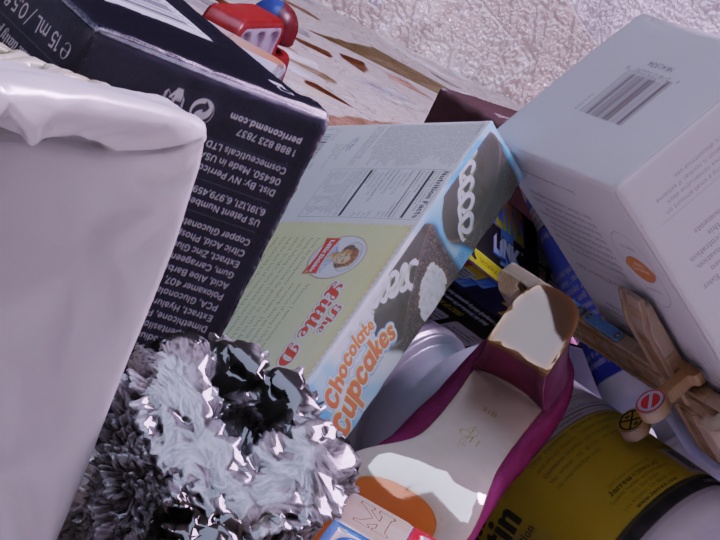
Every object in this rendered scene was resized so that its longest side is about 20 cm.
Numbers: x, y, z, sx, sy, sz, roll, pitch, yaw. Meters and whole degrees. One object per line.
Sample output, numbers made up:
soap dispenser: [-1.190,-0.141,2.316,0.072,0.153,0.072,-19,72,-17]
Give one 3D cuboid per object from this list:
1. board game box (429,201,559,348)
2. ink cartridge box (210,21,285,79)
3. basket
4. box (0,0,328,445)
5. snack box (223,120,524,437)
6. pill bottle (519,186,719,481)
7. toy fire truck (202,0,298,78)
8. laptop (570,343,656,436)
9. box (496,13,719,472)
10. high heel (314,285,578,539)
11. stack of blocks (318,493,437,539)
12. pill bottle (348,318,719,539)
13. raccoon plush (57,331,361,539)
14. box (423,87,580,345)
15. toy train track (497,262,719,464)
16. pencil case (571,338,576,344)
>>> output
board game box: [0.000,0.000,1.249,0.164,0.057,0.200,-9,-19,21]
ink cartridge box: [-0.162,-0.083,1.297,0.199,0.163,0.050,30,18,6]
basket: [-0.161,0.014,0.802,0.123,0.201,0.135,26,9,26]
box: [-0.140,-0.029,1.007,0.117,0.201,0.197,18,14,-36]
snack box: [-0.025,0.014,1.056,0.116,0.200,0.037,2,-44,44]
pill bottle: [0.161,0.010,1.242,0.112,0.112,0.201,2,66,-65]
toy fire truck: [-0.087,-0.082,1.449,0.112,0.169,0.200,29,12,8]
laptop: [0.186,0.136,1.262,0.115,0.201,0.187,-12,-18,38]
box: [0.166,-0.001,1.089,0.200,0.097,0.124,56,-11,-24]
high heel: [0.026,0.096,1.036,0.067,0.200,0.096,29,-29,11]
stack of blocks: [0.057,0.173,0.889,0.199,0.059,0.115,29,21,5]
pill bottle: [0.078,0.104,1.155,0.200,0.112,0.112,35,13,33]
raccoon plush: [-0.086,0.110,0.874,0.097,0.134,0.200,39,39,0]
box: [0.128,0.011,1.540,0.200,0.167,0.164,36,15,37]
toy train track: [0.114,0.046,1.108,0.115,0.032,0.200,57,-11,-33]
pencil case: [0.040,0.015,1.448,0.200,0.094,0.091,49,3,35]
